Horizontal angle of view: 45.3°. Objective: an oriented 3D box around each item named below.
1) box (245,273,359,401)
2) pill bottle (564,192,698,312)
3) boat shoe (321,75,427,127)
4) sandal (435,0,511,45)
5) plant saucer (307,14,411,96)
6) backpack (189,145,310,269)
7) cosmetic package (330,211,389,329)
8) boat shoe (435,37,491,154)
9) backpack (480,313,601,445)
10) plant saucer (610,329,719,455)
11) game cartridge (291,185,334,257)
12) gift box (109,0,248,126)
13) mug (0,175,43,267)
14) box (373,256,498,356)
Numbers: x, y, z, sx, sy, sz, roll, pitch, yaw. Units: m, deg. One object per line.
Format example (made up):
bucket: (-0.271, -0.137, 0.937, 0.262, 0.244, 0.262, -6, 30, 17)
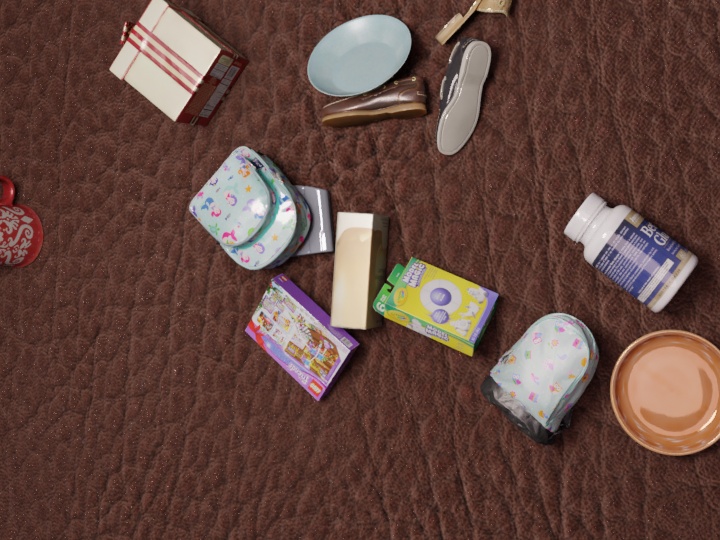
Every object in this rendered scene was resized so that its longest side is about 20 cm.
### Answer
box: (-0.111, 0.123, 1.593, 0.199, 0.039, 0.138, 42, 122, 14)
pill bottle: (0.435, -0.035, 1.402, 0.199, 0.111, 0.112, 39, 101, 14)
boat shoe: (0.024, -0.305, 1.560, 0.196, 0.070, 0.072, -6, 84, 11)
sandal: (0.227, -0.460, 1.502, 0.070, 0.078, 0.211, 44, 109, -7)
plant saucer: (0.002, -0.375, 1.549, 0.197, 0.039, 0.204, -12, 52, 15)
backpack: (-0.195, -0.105, 1.558, 0.178, 0.150, 0.200, -45, 82, 11)
cosmetic package: (0.000, 0.000, 1.547, 0.070, 0.105, 0.205, 4, 93, 19)
boat shoe: (0.170, -0.307, 1.515, 0.060, 0.073, 0.204, 43, 125, 54)
backpack: (0.312, 0.170, 1.435, 0.166, 0.126, 0.201, 40, 98, 17)
plant saucer: (0.512, 0.198, 1.416, 0.196, 0.037, 0.205, 0, 90, 19)
game cartridge: (-0.148, -0.091, 1.631, 0.196, 0.041, 0.136, -7, 92, 18)
gift box: (-0.335, -0.406, 1.622, 0.186, 0.184, 0.201, 37, 97, 5)
mug: (-0.767, -0.093, 1.744, 0.132, 0.200, 0.180, -27, 82, 16)
box: (0.129, 0.055, 1.504, 0.197, 0.049, 0.118, 22, 56, 17)
